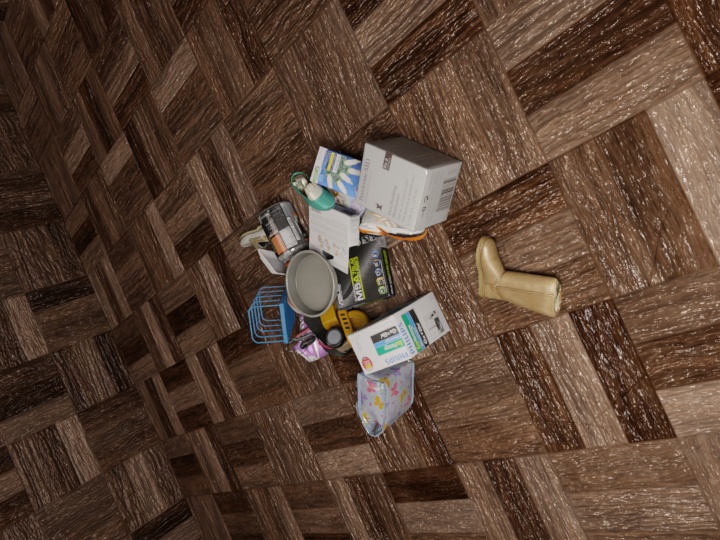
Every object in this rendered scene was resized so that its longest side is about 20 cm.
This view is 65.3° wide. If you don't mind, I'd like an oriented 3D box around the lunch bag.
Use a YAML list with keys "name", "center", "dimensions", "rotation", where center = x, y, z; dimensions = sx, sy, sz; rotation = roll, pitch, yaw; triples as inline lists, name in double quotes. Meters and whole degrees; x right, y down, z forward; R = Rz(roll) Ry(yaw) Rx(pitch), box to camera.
- name: "lunch bag"
  center: [0.074, 0.380, 1.699]
  dimensions: [0.126, 0.169, 0.203]
  rotation: [13, 115, 37]

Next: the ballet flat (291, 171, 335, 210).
- name: "ballet flat"
  center: [-0.150, -0.236, 1.650]
  dimensions: [0.200, 0.067, 0.070]
  rotation: [39, 175, 44]

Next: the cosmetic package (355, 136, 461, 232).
- name: "cosmetic package"
  center: [0.119, -0.225, 1.430]
  dimensions: [0.199, 0.164, 0.167]
  rotation: [29, 123, 31]

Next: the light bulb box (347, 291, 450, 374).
- name: "light bulb box"
  center: [0.107, 0.175, 1.570]
  dimensions: [0.197, 0.199, 0.126]
  rotation: [-29, 86, 44]

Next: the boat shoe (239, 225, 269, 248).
- name: "boat shoe"
  center: [-0.356, -0.110, 1.972]
  dimensions: [0.199, 0.074, 0.069]
  rotation: [-21, 86, 44]

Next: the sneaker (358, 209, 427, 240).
- name: "sneaker"
  center: [0.091, -0.139, 1.551]
  dimensions: [0.197, 0.076, 0.094]
  rotation: [9, 82, 21]

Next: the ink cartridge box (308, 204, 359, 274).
- name: "ink cartridge box"
  center: [-0.081, -0.107, 1.668]
  dimensions: [0.199, 0.043, 0.176]
  rotation: [28, 125, 43]

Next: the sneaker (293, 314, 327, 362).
- name: "sneaker"
  center: [-0.191, 0.212, 1.907]
  dimensions: [0.202, 0.113, 0.073]
  rotation: [62, 164, 7]

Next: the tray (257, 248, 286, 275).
- name: "tray"
  center: [-0.265, -0.018, 1.847]
  dimensions: [0.022, 0.200, 0.108]
  rotation: [-43, 73, 12]

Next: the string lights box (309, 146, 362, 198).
- name: "string lights box"
  center: [-0.034, -0.268, 1.582]
  dimensions: [0.198, 0.059, 0.104]
  rotation: [23, 102, 20]

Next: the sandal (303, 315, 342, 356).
- name: "sandal"
  center: [-0.113, 0.214, 1.828]
  dimensions: [0.200, 0.075, 0.045]
  rotation: [49, -177, -21]

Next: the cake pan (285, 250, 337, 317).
- name: "cake pan"
  center: [-0.145, 0.039, 1.704]
  dimensions: [0.198, 0.037, 0.204]
  rotation: [6, 100, 36]

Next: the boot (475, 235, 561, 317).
- name: "boot"
  center: [0.382, 0.010, 1.355]
  dimensions: [0.198, 0.066, 0.177]
  rotation: [14, 127, 39]

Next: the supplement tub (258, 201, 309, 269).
- name: "supplement tub"
  center: [-0.240, -0.112, 1.832]
  dimensions: [0.122, 0.122, 0.202]
  rotation: [-29, 86, 44]

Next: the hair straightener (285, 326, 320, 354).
- name: "hair straightener"
  center: [-0.158, 0.220, 1.859]
  dimensions: [0.078, 0.198, 0.041]
  rotation: [58, 176, 5]

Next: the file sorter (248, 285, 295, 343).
- name: "file sorter"
  center: [-0.299, 0.147, 1.909]
  dimensions: [0.121, 0.200, 0.141]
  rotation: [-5, 108, 1]

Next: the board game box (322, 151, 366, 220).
- name: "board game box"
  center: [-0.073, -0.217, 1.695]
  dimensions: [0.199, 0.041, 0.201]
  rotation: [-42, 76, 43]

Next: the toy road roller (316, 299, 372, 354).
- name: "toy road roller"
  center: [-0.041, 0.155, 1.755]
  dimensions: [0.144, 0.123, 0.202]
  rotation: [-25, 64, 7]

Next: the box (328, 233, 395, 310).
- name: "box"
  center: [0.000, 0.000, 1.656]
  dimensions: [0.191, 0.047, 0.203]
  rotation: [-16, 79, 32]

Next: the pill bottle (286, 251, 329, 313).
- name: "pill bottle"
  center: [-0.156, 0.039, 1.817]
  dimensions: [0.114, 0.113, 0.201]
  rotation: [46, 131, 19]
